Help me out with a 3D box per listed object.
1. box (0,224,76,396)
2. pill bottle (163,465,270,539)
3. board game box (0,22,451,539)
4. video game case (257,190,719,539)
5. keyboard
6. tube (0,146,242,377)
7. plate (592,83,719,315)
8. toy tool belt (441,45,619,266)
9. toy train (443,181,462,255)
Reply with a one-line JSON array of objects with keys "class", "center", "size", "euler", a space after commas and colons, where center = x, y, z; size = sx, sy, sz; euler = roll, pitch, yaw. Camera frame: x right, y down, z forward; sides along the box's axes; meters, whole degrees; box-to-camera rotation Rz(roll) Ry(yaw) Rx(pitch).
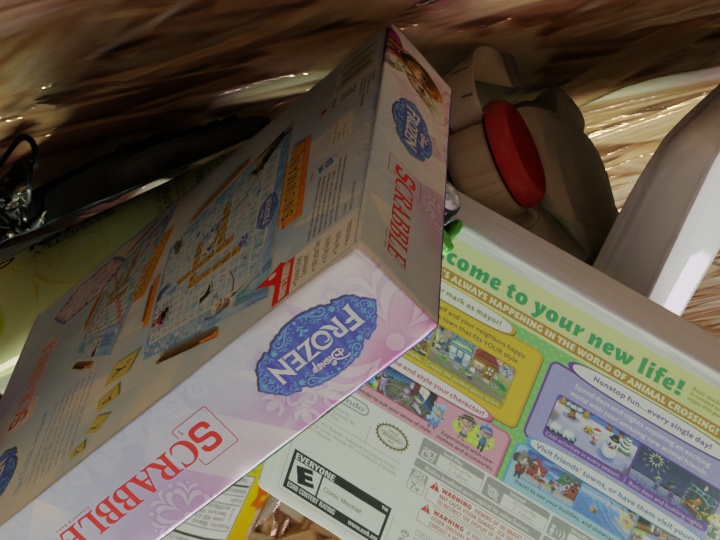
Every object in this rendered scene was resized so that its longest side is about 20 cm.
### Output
[{"class": "box", "center": [-0.164, 0.023, 1.066], "size": [0.082, 0.069, 0.200], "euler": [-19, -179, -22]}, {"class": "pill bottle", "center": [-0.096, 0.095, 1.131], "size": [0.109, 0.201, 0.109], "euler": [24, -168, -5]}, {"class": "board game box", "center": [-0.055, 0.018, 0.746], "size": [0.199, 0.041, 0.200], "euler": [-38, -162, 20]}, {"class": "video game case", "center": [0.062, 0.070, 0.865], "size": [0.022, 0.199, 0.183], "euler": [-40, 155, -50]}, {"class": "keyboard", "center": [-0.121, -0.045, 0.893], "size": [0.104, 0.040, 0.200], "euler": [-24, -177, -26]}, {"class": "tube", "center": [-0.112, 0.000, 0.924], "size": [0.199, 0.052, 0.058], "euler": [-24, 177, 6]}, {"class": "plate", "center": [0.134, -0.007, 0.938], "size": [0.199, 0.032, 0.201], "euler": [-37, 154, -59]}, {"class": "toy tool belt", "center": [0.041, -0.021, 0.937], "size": [0.122, 0.126, 0.200], "euler": [-22, 169, 17]}, {"class": "toy train", "center": [-0.038, 0.015, 0.847], "size": [0.200, 0.042, 0.056], "euler": [-29, -167, 40]}]
